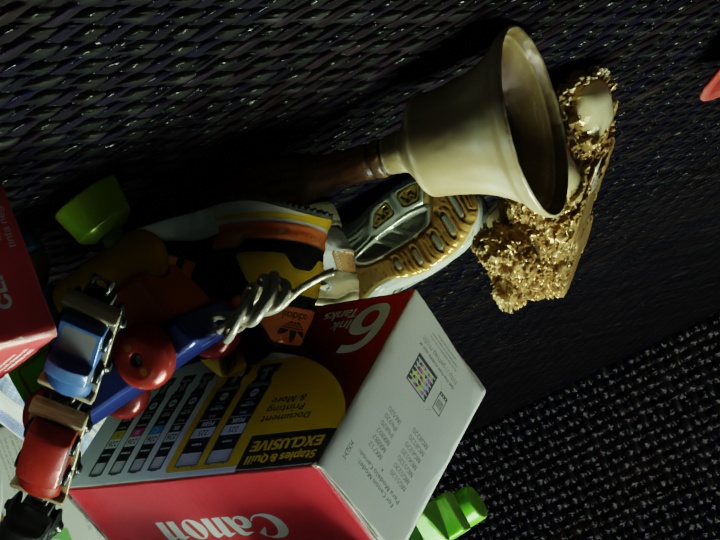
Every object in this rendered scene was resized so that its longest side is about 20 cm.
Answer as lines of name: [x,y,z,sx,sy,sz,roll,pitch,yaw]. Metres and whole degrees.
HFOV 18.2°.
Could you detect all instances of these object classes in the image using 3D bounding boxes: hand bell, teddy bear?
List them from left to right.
hand bell: [0.004,-0.060,1.228,0.199,0.105,0.104,-13,175,22]
teddy bear: [0.114,-0.052,1.414,0.066,0.146,0.200,21,171,9]

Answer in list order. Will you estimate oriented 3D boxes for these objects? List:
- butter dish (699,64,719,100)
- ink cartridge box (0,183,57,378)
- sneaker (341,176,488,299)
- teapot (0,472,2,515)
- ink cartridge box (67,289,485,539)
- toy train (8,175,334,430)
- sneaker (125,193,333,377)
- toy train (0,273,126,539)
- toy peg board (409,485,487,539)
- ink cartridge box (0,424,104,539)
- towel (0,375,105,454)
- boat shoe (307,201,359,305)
butter dish: [0.338,-0.118,1.418,0.198,0.149,0.200,-20,171,-8]
ink cartridge box: [-0.268,0.038,1.058,0.199,0.084,0.144,-16,169,-38]
sneaker: [0.000,0.000,1.504,0.199,0.076,0.088,-24,173,18]
teapot: [-0.294,0.145,1.199,0.196,0.147,0.200,15,-160,-11]
ink cartridge box: [-0.058,0.110,1.238,0.199,0.084,0.176,-10,-143,40]
toy train: [-0.112,0.000,1.152,0.200,0.116,0.085,-34,175,29]
sneaker: [-0.085,0.018,1.252,0.070,0.091,0.200,13,164,-29]
toy train: [-0.155,0.087,1.118,0.046,0.034,0.201,-61,172,-58]
toy peg board: [-0.013,0.129,1.460,0.098,0.200,0.200,-33,173,18]
ink cartridge box: [-0.181,0.161,1.754,0.199,0.147,0.084,-21,172,-4]
towel: [-0.184,0.094,1.432,0.024,0.147,0.200,-53,-179,-22]
boat shoe: [-0.097,0.023,1.423,0.199,0.069,0.075,-22,170,-3]
